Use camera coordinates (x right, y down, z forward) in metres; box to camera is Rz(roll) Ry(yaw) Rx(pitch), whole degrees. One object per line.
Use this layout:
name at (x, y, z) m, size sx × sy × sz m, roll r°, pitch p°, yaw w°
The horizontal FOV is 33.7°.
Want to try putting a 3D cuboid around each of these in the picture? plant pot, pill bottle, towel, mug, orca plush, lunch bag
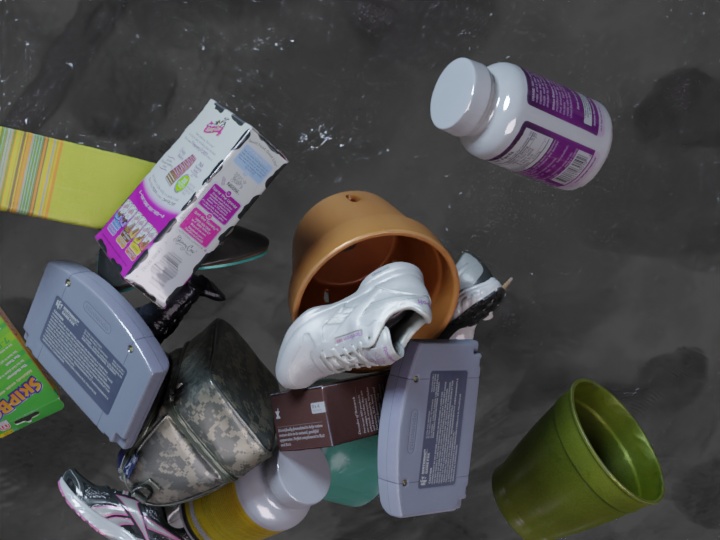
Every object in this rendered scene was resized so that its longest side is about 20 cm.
plant pot at (0.000, 0.000, 1.398) m, size 0.198 × 0.140 × 0.202 m, roll -11°, pitch 128°, yaw -14°
plant pot at (0.297, 0.292, 1.708) m, size 0.200 × 0.202 × 0.193 m, roll 30°, pitch 123°, yaw -35°
pill bottle at (0.182, -0.171, 1.359) m, size 0.199 × 0.113 × 0.113 m, roll 17°, pitch 117°, yaw -30°
towel at (-0.305, -0.092, 1.277) m, size 0.198 × 0.018 × 0.087 m, roll 12°, pitch 96°, yaw -28°
pill bottle at (-0.128, 0.272, 1.460) m, size 0.111 × 0.113 × 0.199 m, roll 24°, pitch 143°, yaw -32°
mug at (-0.046, 0.229, 1.542) m, size 0.114 × 0.152 × 0.186 m, roll 22°, pitch 115°, yaw -31°
orca plush at (-0.240, 0.083, 1.387) m, size 0.199 × 0.072 × 0.105 m, roll -29°, pitch 166°, yaw 10°
lunch bag at (-0.198, 0.176, 1.411) m, size 0.167 × 0.200 × 0.140 m, roll -36°, pitch 110°, yaw 12°

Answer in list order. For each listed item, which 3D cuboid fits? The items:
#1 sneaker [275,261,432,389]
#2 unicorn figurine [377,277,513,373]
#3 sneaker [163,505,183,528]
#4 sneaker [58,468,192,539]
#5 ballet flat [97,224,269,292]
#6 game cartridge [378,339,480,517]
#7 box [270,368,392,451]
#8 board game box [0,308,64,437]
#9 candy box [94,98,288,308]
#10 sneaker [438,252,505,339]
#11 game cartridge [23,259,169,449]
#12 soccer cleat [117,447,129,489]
sneaker at (-0.009, 0.073, 1.295) m, size 0.199 × 0.100 × 0.075 m, roll -37°, pitch 131°, yaw 10°
unicorn figurine at (0.103, 0.082, 1.536) m, size 0.198 × 0.074 × 0.139 m, roll 3°, pitch 113°, yaw -15°
sneaker at (-0.229, 0.292, 1.586) m, size 0.198 × 0.075 × 0.088 m, roll -14°, pitch 108°, yaw -11°
sneaker at (-0.292, 0.313, 1.523) m, size 0.087 × 0.199 × 0.080 m, roll -51°, pitch 173°, yaw -17°
ballet flat at (-0.203, -0.028, 1.353) m, size 0.198 × 0.068 × 0.069 m, roll -15°, pitch 116°, yaw -9°
game cartridge at (0.078, 0.180, 1.378) m, size 0.132 × 0.041 × 0.202 m, roll 5°, pitch 93°, yaw -40°
box at (0.002, 0.161, 1.411) m, size 0.199 × 0.076 × 0.100 m, roll -4°, pitch 173°, yaw -43°
board game box at (-0.433, 0.111, 1.392) m, size 0.095 × 0.030 × 0.201 m, roll -24°, pitch 127°, yaw -1°
candy box at (-0.180, -0.073, 1.248) m, size 0.061 × 0.136 × 0.200 m, roll 40°, pitch 90°, yaw -32°
sneaker at (0.083, 0.055, 1.473) m, size 0.199 × 0.080 × 0.074 m, roll -36°, pitch 157°, yaw 15°
game cartridge at (-0.295, 0.085, 1.327) m, size 0.041 × 0.200 × 0.134 m, roll -6°, pitch 132°, yaw -55°
soccer cleat at (-0.213, 0.233, 1.526) m, size 0.198 × 0.084 × 0.065 m, roll -18°, pitch 129°, yaw -8°
